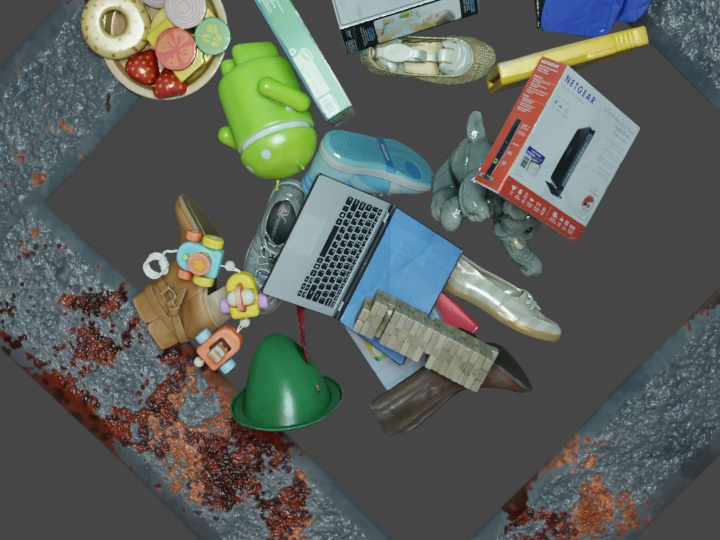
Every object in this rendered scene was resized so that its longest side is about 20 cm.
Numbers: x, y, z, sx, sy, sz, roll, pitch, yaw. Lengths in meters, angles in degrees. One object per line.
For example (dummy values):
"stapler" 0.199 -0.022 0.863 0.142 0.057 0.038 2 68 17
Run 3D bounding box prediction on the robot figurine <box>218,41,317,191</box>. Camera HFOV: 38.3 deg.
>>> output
"robot figurine" -0.130 -0.218 1.456 0.115 0.175 0.203 -12 77 -36

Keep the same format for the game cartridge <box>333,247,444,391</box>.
"game cartridge" 0.044 0.065 1.520 0.132 0.040 0.201 -33 97 10

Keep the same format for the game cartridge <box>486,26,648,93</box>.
"game cartridge" 0.277 -0.286 1.420 0.197 0.176 0.033 -13 95 3

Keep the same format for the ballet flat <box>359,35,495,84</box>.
"ballet flat" 0.096 -0.302 1.479 0.197 0.065 0.072 0 97 2

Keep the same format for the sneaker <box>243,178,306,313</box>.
"sneaker" -0.131 -0.032 1.502 0.074 0.082 0.203 13 102 0

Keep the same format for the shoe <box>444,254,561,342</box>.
"shoe" 0.209 0.041 1.508 0.198 0.070 0.054 28 104 1

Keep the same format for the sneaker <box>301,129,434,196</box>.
"sneaker" 0.002 -0.126 1.494 0.198 0.080 0.131 14 135 -32

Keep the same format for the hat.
"hat" -0.116 0.103 1.465 0.163 0.200 0.179 -11 110 -12

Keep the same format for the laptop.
"laptop" 0.000 0.000 1.430 0.198 0.116 0.189 20 105 -31

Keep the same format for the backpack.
"backpack" 0.313 -0.429 1.398 0.165 0.202 0.164 8 140 -4

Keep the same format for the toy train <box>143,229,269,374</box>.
"toy train" -0.216 0.045 1.458 0.149 0.056 0.201 -34 98 9

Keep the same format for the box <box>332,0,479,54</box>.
"box" 0.057 -0.393 1.449 0.197 0.060 0.118 -15 64 3

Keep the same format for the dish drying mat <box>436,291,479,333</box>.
"dish drying mat" 0.080 0.043 1.539 0.200 0.018 0.077 42 100 -4

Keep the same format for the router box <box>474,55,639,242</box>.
"router box" 0.263 -0.155 1.368 0.199 0.049 0.181 23 97 -44

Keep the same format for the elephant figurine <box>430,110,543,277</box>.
"elephant figurine" 0.208 -0.101 1.474 0.198 0.155 0.143 14 53 -24

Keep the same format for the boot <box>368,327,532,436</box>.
"boot" 0.131 0.186 1.529 0.185 0.065 0.200 32 114 -30

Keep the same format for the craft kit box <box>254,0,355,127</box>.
"craft kit box" -0.075 -0.296 1.419 0.048 0.198 0.202 -31 95 2

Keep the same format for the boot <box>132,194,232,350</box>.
"boot" -0.270 0.006 1.521 0.153 0.074 0.202 -26 84 15

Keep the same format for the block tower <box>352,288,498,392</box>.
"block tower" 0.090 0.095 1.410 0.198 0.058 0.055 26 109 -4

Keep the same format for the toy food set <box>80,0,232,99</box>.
"toy food set" -0.287 -0.350 1.493 0.197 0.049 0.201 -40 93 5
